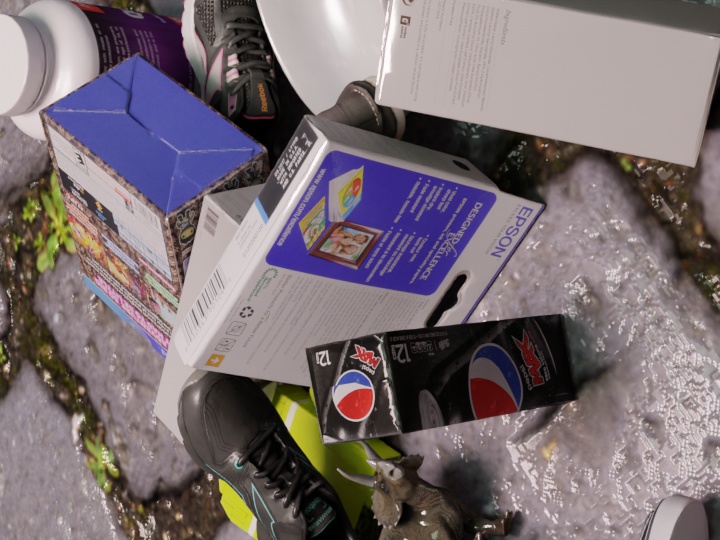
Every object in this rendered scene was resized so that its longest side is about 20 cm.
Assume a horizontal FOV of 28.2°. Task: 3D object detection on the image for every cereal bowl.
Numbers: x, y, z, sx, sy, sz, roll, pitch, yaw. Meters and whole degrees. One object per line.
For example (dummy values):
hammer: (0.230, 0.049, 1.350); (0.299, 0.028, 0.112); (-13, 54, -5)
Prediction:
cereal bowl: (0.000, -0.204, 1.041); (0.200, 0.083, 0.201); (44, 147, 39)

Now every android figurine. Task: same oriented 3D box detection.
android figurine: (-0.040, 0.168, 1.129); (0.200, 0.041, 0.183); (29, 110, 34)

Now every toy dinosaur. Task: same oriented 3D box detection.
toy dinosaur: (0.049, 0.206, 1.031); (0.102, 0.077, 0.201); (14, 122, 26)

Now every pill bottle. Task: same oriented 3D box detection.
pill bottle: (-0.213, -0.159, 1.168); (0.112, 0.199, 0.113); (1, 91, 40)

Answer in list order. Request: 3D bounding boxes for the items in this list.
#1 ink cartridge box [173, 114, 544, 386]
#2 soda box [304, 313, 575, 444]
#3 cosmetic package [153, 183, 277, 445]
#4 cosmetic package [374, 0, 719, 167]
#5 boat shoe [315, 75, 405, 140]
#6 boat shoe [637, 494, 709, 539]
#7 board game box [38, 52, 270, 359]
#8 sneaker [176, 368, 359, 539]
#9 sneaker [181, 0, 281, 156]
ink cartridge box: (0.000, 0.000, 1.002); (0.199, 0.199, 0.043); (-57, 41, 24)
soda box: (0.058, 0.069, 0.940); (0.071, 0.199, 0.064); (-14, 84, 40)
cosmetic package: (-0.089, 0.033, 1.057); (0.051, 0.082, 0.201); (39, 129, 31)
cosmetic package: (0.120, -0.134, 0.889); (0.199, 0.108, 0.085); (14, 111, 12)
boat shoe: (-0.019, -0.068, 1.037); (0.067, 0.057, 0.200); (53, 155, 18)
boat shoe: (0.174, 0.235, 0.934); (0.068, 0.072, 0.201); (19, 110, 37)
board game box: (-0.148, -0.036, 1.115); (0.159, 0.097, 0.201); (38, 150, 30)
sneaker: (-0.056, 0.146, 1.029); (0.079, 0.075, 0.200); (5, 134, 51)
sneaker: (-0.090, -0.148, 1.136); (0.086, 0.080, 0.201); (27, 121, 58)
